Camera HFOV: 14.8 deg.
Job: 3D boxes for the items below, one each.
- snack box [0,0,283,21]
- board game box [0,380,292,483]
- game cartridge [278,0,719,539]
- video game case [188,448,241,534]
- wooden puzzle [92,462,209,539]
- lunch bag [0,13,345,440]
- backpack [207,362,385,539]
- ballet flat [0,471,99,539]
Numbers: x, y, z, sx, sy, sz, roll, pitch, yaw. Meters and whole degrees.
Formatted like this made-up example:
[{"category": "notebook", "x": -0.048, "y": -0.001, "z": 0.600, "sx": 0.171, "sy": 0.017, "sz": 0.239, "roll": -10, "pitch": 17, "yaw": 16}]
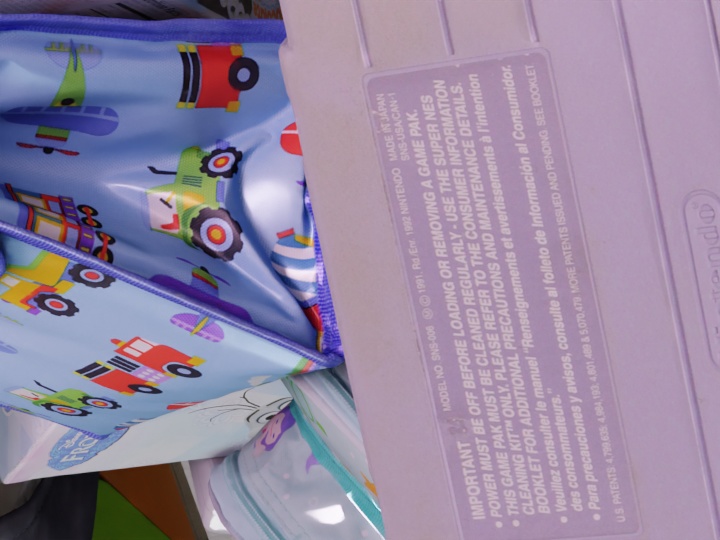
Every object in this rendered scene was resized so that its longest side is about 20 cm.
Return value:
[{"category": "snack box", "x": -0.090, "y": -0.074, "z": 0.776, "sx": 0.116, "sy": 0.037, "sz": 0.200, "roll": -9, "pitch": 174, "yaw": 13}, {"category": "board game box", "x": 0.000, "y": 0.000, "z": 0.917, "sx": 0.199, "sy": 0.043, "sz": 0.200, "roll": -5, "pitch": 153, "yaw": -35}, {"category": "game cartridge", "x": 0.055, "y": 0.002, "z": 0.646, "sx": 0.129, "sy": 0.200, "sz": 0.038, "roll": -5, "pitch": -166, "yaw": 29}, {"category": "video game case", "x": 0.025, "y": 0.054, "z": 1.067, "sx": 0.200, "sy": 0.182, "sz": 0.023, "roll": 7, "pitch": 117, "yaw": -16}, {"category": "wooden puzzle", "x": -0.136, "y": 0.066, "z": 1.104, "sx": 0.185, "sy": 0.200, "sz": 0.037, "roll": 18, "pitch": 121, "yaw": -41}, {"category": "lunch bag", "x": -0.121, "y": -0.024, "z": 0.719, "sx": 0.200, "sy": 0.094, "sz": 0.151, "roll": 12, "pitch": 164, "yaw": -27}, {"category": "backpack", "x": 0.049, "y": 0.063, "z": 0.795, "sx": 0.151, "sy": 0.178, "sz": 0.200, "roll": -40, "pitch": 160, "yaw": -4}, {"category": "ballet flat", "x": -0.125, "y": 0.043, "z": 1.023, "sx": 0.073, "sy": 0.200, "sz": 0.073, "roll": 1, "pitch": 135, "yaw": 1}]
